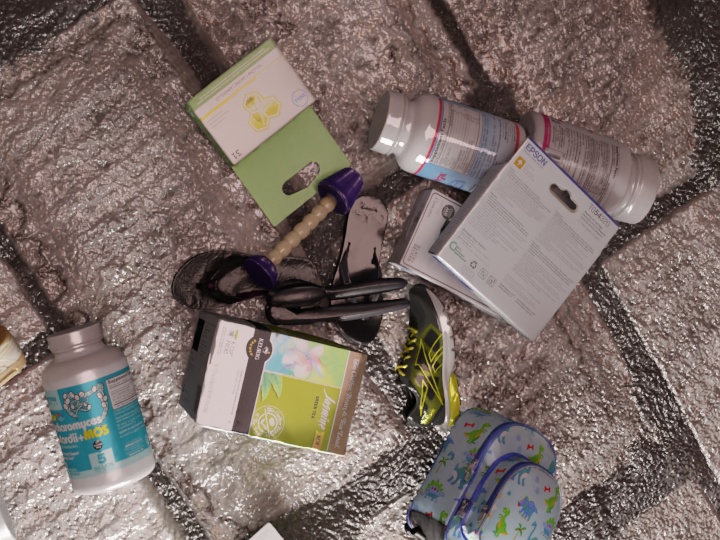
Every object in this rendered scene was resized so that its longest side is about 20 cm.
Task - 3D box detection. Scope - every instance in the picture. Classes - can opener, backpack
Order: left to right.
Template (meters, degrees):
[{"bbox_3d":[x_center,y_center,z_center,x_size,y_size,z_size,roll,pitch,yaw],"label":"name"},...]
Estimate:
[{"bbox_3d":[-0.030,0.043,1.625,0.197,0.079,0.065,-1,102,-16],"label":"can opener"},{"bbox_3d":[0.184,0.302,1.664,0.183,0.146,0.202,39,71,-39],"label":"backpack"}]

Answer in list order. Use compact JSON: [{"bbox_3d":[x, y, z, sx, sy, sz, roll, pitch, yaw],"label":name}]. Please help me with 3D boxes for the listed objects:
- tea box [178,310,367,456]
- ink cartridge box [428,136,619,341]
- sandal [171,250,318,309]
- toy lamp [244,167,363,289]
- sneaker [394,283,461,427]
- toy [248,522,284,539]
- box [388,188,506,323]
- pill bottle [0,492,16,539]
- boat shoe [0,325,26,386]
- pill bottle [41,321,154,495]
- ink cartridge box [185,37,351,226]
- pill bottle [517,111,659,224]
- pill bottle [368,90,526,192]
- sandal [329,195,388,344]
[{"bbox_3d":[-0.115,0.139,1.567,0.194,0.200,0.136,13,88,-14],"label":"tea box"},{"bbox_3d":[0.220,-0.042,1.649,0.196,0.043,0.201,40,86,-22],"label":"ink cartridge box"},{"bbox_3d":[-0.151,0.009,1.632,0.197,0.048,0.077,-5,93,-15],"label":"sandal"},{"bbox_3d":[-0.069,-0.061,1.631,0.058,0.058,0.200,47,64,-11],"label":"toy lamp"},{"bbox_3d":[0.084,0.121,1.683,0.083,0.074,0.203,-11,94,-13],"label":"sneaker"},{"bbox_3d":[-0.111,0.445,1.655,0.115,0.047,0.201,-40,104,-14],"label":"toy"},{"bbox_3d":[0.152,-0.017,1.704,0.198,0.060,0.118,26,85,-13],"label":"box"},{"bbox_3d":[-0.533,0.330,1.510,0.198,0.109,0.111,-23,97,-13],"label":"pill bottle"},{"bbox_3d":[-0.499,0.159,1.534,0.199,0.074,0.069,-41,130,-9],"label":"boat shoe"},{"bbox_3d":[-0.336,0.171,1.557,0.109,0.111,0.203,-16,95,-13],"label":"pill bottle"},{"bbox_3d":[-0.118,-0.182,1.638,0.145,0.048,0.201,-38,98,-11],"label":"ink cartridge box"},{"bbox_3d":[0.306,-0.138,1.714,0.197,0.113,0.115,17,87,-15],"label":"pill bottle"},{"bbox_3d":[0.116,-0.173,1.666,0.197,0.109,0.110,16,87,-14],"label":"pill bottle"},{"bbox_3d":[-0.001,0.000,1.674,0.075,0.043,0.204,3,91,-14],"label":"sandal"}]
